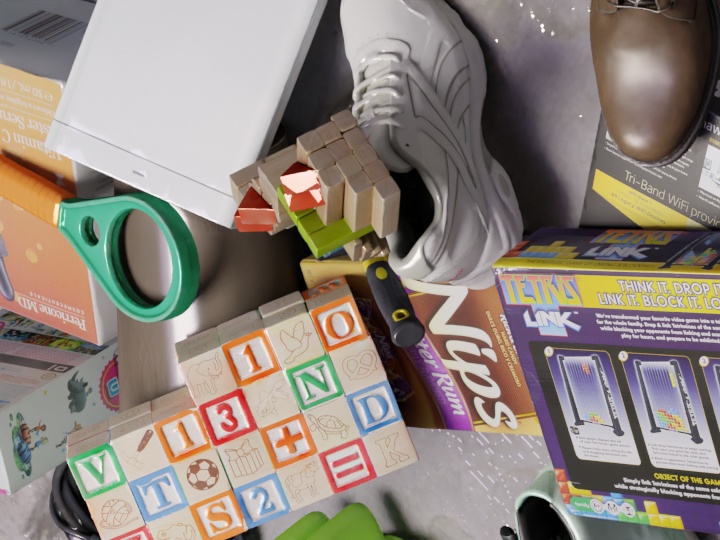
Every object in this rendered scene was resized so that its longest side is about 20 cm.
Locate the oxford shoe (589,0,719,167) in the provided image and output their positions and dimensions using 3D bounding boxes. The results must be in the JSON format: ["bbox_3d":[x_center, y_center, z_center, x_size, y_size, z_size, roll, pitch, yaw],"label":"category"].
[{"bbox_3d":[0.144,-0.149,1.252,0.073,0.084,0.200,4,104,23],"label":"oxford shoe"}]

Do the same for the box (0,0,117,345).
[{"bbox_3d":[-0.206,-0.074,1.659,0.152,0.106,0.200,18,126,36],"label":"box"}]

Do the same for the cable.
[{"bbox_3d":[-0.155,0.193,1.835,0.200,0.051,0.163,11,127,36],"label":"cable"}]

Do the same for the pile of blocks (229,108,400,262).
[{"bbox_3d":[-0.033,-0.032,1.384,0.082,0.062,0.200,64,166,-2],"label":"pile of blocks"}]

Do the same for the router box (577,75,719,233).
[{"bbox_3d":[0.217,-0.017,1.330,0.200,0.052,0.157,30,132,27],"label":"router box"}]

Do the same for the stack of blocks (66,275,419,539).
[{"bbox_3d":[-0.079,0.096,1.501,0.059,0.200,0.115,-116,4,-77],"label":"stack of blocks"}]

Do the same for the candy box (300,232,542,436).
[{"bbox_3d":[0.063,0.038,1.512,0.200,0.056,0.117,-1,113,42],"label":"candy box"}]

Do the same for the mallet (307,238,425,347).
[{"bbox_3d":[0.000,0.000,1.450,0.066,0.200,0.041,-16,115,4],"label":"mallet"}]

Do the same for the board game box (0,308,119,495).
[{"bbox_3d":[-0.226,0.076,1.702,0.147,0.200,0.064,8,120,41],"label":"board game box"}]

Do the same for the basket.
[{"bbox_3d":[-0.098,0.005,1.586,0.180,0.136,0.200,-112,18,-68],"label":"basket"}]

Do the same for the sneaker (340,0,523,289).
[{"bbox_3d":[0.026,-0.084,1.412,0.078,0.099,0.200,-30,74,37],"label":"sneaker"}]

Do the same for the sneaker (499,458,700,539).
[{"bbox_3d":[0.160,0.196,1.471,0.074,0.118,0.200,-23,99,47],"label":"sneaker"}]

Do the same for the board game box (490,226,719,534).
[{"bbox_3d":[0.181,0.061,1.332,0.200,0.057,0.165,3,117,45],"label":"board game box"}]

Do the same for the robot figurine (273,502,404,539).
[{"bbox_3d":[0.007,0.262,1.662,0.175,0.116,0.200,-18,102,43],"label":"robot figurine"}]

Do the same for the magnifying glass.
[{"bbox_3d":[-0.173,-0.029,1.541,0.200,0.022,0.080,29,121,39],"label":"magnifying glass"}]

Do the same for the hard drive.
[{"bbox_3d":[-0.098,-0.143,1.476,0.132,0.027,0.200,24,98,13],"label":"hard drive"}]
